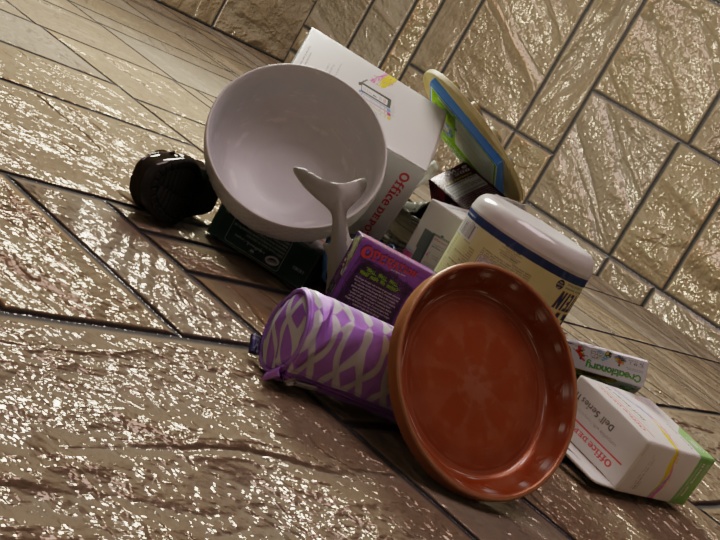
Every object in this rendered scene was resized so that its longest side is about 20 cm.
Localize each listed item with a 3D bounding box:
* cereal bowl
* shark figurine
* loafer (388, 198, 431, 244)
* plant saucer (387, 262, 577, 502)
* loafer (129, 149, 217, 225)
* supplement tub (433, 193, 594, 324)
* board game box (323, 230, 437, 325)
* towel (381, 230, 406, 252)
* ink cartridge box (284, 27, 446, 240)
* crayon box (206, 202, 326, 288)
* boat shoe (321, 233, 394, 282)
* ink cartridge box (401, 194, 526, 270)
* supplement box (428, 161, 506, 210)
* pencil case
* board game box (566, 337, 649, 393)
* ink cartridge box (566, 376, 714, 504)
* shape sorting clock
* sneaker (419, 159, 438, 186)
[{"bbox_3d":[-0.073,-0.118,1.329,0.199,0.201,0.083,31,-26,3],"label":"cereal bowl"},{"bbox_3d":[-0.029,0.013,1.227,0.088,0.216,0.129,-4,38,14],"label":"shark figurine"},{"bbox_3d":[0.083,-0.058,1.547,0.069,0.070,0.200,12,23,-35],"label":"loafer"},{"bbox_3d":[0.103,0.095,1.048,0.199,0.202,0.032,25,-26,-27],"label":"plant saucer"},{"bbox_3d":[-0.209,-0.093,1.323,0.071,0.074,0.200,22,4,10],"label":"loafer"},{"bbox_3d":[0.137,0.038,1.288,0.144,0.201,0.145,29,10,-6],"label":"supplement tub"},{"bbox_3d":[0.055,0.060,1.184,0.199,0.121,0.032,28,11,-18],"label":"board game box"},{"bbox_3d":[0.086,0.004,1.632,0.198,0.086,0.166,26,18,-2],"label":"towel"},{"bbox_3d":[-0.022,-0.157,1.486,0.199,0.148,0.145,30,40,-8],"label":"ink cartridge box"},{"bbox_3d":[-0.090,-0.041,1.434,0.125,0.052,0.200,32,11,5],"label":"crayon box"},{"bbox_3d":[0.000,0.000,1.387,0.068,0.085,0.200,6,6,6],"label":"boat shoe"},{"bbox_3d":[0.099,-0.009,1.401,0.067,0.201,0.117,35,11,25],"label":"ink cartridge box"},{"bbox_3d":[0.164,-0.037,1.527,0.200,0.060,0.110,48,-24,47],"label":"supplement box"},{"bbox_3d":[0.008,0.086,1.051,0.198,0.084,0.086,24,51,-25],"label":"pencil case"},{"bbox_3d":[0.279,0.122,1.520,0.125,0.035,0.200,15,-9,9],"label":"board game box"},{"bbox_3d":[0.288,0.184,1.347,0.199,0.068,0.117,20,20,-47],"label":"ink cartridge box"},{"bbox_3d":[0.143,-0.168,1.542,0.201,0.039,0.200,53,-8,11],"label":"shape sorting clock"},{"bbox_3d":[0.004,-0.123,1.667,0.085,0.199,0.075,60,15,-7],"label":"sneaker"}]
